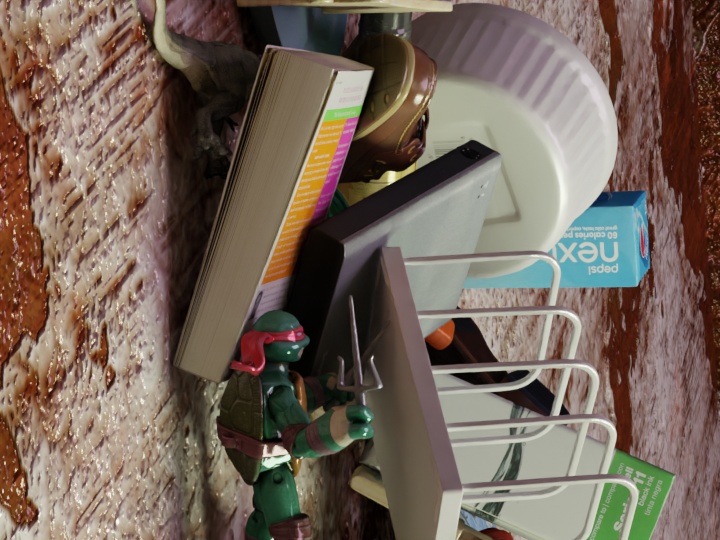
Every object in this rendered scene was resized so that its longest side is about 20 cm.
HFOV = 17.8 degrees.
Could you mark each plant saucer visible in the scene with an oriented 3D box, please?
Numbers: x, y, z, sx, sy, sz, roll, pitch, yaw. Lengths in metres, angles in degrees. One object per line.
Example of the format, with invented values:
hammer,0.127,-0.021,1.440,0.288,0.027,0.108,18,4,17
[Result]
plant saucer,-0.046,-0.225,1.571,0.200,0.027,0.202,0,90,-75

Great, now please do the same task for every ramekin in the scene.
ramekin,0.087,-0.091,1.736,0.098,0.199,0.201,-56,143,-51

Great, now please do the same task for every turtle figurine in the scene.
turtle figurine,-0.038,0.097,1.387,0.150,0.100,0.201,-83,178,-75

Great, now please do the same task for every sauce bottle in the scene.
sauce bottle,0.013,-0.119,1.647,0.065,0.064,0.201,-54,152,-64

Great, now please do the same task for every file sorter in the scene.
file sorter,0.082,0.101,1.428,0.139,0.124,0.201,97,-16,-44

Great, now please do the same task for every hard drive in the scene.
hard drive,0.015,0.004,1.514,0.200,0.033,0.140,-31,144,-51

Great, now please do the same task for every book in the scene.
book,-0.048,-0.035,1.419,0.134,0.048,0.201,-12,121,-75

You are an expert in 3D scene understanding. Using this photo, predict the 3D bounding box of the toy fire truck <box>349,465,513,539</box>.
toy fire truck,0.070,0.218,1.637,0.176,0.128,0.201,-171,-115,-79

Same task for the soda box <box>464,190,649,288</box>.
soda box,0.131,-0.025,1.865,0.064,0.199,0.068,-39,126,-69

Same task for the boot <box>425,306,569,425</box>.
boot,0.059,0.084,1.768,0.097,0.200,0.075,-52,159,13

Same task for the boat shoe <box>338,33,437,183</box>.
boat shoe,0.015,-0.104,1.534,0.200,0.067,0.072,146,-42,-67

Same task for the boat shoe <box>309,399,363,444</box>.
boat shoe,0.006,0.029,1.662,0.065,0.071,0.201,72,24,-47

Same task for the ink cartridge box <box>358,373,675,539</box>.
ink cartridge box,0.108,0.142,1.644,0.147,0.199,0.083,144,-30,-84

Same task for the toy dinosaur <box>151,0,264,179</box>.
toy dinosaur,-0.086,-0.106,1.402,0.200,0.047,0.089,20,69,-66

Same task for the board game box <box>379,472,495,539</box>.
board game box,0.073,0.221,1.848,0.200,0.043,0.200,25,49,-72

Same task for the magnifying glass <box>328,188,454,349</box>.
magnifying glass,0.000,0.000,1.601,0.200,0.022,0.080,36,51,-39

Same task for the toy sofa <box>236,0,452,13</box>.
toy sofa,-0.007,-0.210,1.488,0.200,0.097,0.083,-16,105,-72
